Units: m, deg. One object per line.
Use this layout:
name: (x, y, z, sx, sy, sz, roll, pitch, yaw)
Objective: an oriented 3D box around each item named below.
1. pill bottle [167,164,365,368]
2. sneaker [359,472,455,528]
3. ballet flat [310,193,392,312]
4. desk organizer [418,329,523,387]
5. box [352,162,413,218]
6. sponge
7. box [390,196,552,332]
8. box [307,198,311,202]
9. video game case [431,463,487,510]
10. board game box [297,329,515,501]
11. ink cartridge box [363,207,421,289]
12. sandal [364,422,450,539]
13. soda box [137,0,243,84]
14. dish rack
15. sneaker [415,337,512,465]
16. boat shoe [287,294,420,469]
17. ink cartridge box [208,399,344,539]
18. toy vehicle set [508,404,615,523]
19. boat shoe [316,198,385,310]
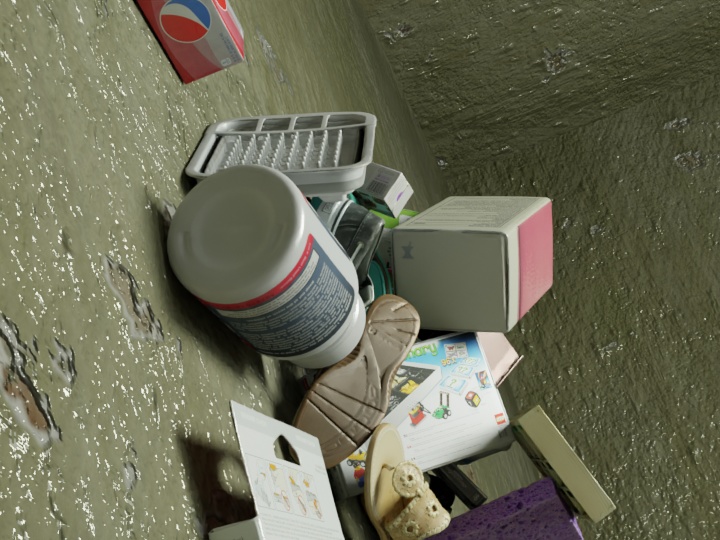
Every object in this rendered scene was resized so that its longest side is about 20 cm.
pill bottle: (-0.068, 0.008, 0.996, 0.200, 0.119, 0.120, 53, 18, -58)
sneaker: (0.069, 0.273, 1.284, 0.200, 0.088, 0.076, 60, 12, -47)
ballet flat: (0.000, 0.000, 1.255, 0.070, 0.067, 0.200, 35, 34, -61)
desk organizer: (0.085, 0.111, 1.372, 0.077, 0.200, 0.072, 54, 53, -10)
box: (-0.031, -0.111, 1.319, 0.200, 0.041, 0.039, 22, -20, 35)
sponge: (0.129, 0.290, 1.239, 0.112, 0.200, 0.030, 59, 9, -47)
box: (0.127, -0.012, 1.287, 0.200, 0.128, 0.109, -32, 121, -63)
box: (-0.069, -0.023, 1.269, 0.200, 0.046, 0.159, 54, 18, -58)
video game case: (0.060, 0.187, 1.299, 0.200, 0.019, 0.143, 46, -7, 11)
board game box: (0.048, 0.141, 1.182, 0.035, 0.200, 0.126, -40, -114, 61)
ink cartridge box: (0.014, 0.040, 1.369, 0.148, 0.076, 0.200, 137, -37, -69)
sandal: (0.052, 0.233, 1.102, 0.078, 0.070, 0.212, -50, 145, -49)
soda box: (-0.183, -0.283, 1.125, 0.063, 0.070, 0.200, -98, 164, -50)
dish rack: (-0.071, -0.106, 1.127, 0.200, 0.171, 0.044, -85, 172, -69)
sneaker: (0.097, 0.131, 1.265, 0.200, 0.087, 0.075, 48, 48, -27)
boat shoe: (-0.012, 0.111, 1.105, 0.072, 0.072, 0.200, 34, 55, -5)
ink cartridge box: (-0.058, 0.200, 0.877, 0.200, 0.044, 0.174, 44, 26, -67)
toy vehicle set: (0.204, 0.201, 1.231, 0.124, 0.027, 0.200, 53, -2, 9)
boat shoe: (-0.023, 0.021, 1.134, 0.072, 0.071, 0.200, -50, 160, -45)
